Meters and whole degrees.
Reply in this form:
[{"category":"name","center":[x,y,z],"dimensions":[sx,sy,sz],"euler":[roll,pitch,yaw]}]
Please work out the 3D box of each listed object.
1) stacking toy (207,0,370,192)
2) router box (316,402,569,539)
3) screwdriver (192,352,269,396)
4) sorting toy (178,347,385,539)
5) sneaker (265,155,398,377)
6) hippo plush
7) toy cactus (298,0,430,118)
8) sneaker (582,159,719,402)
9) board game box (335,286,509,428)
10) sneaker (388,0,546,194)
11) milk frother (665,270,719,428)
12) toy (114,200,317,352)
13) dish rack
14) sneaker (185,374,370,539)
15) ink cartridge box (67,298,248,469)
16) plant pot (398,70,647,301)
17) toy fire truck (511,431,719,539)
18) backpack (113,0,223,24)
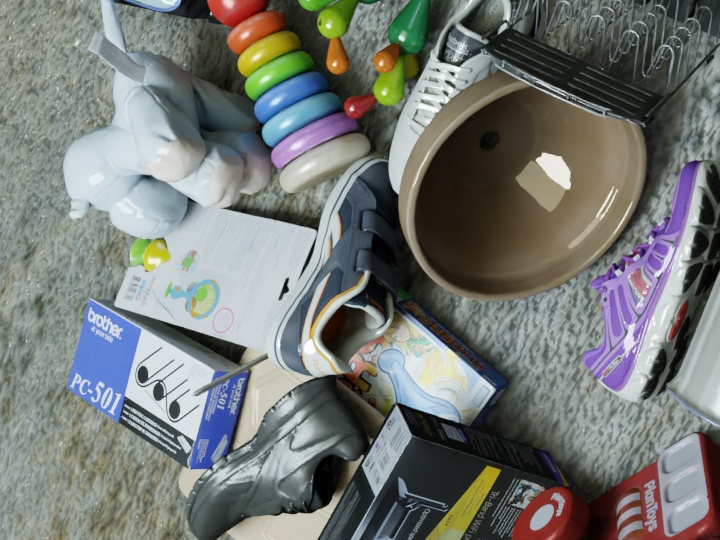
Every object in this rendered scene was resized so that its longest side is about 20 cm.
[{"category":"stacking toy","center":[-0.069,-0.173,1.255],"dimensions":[0.085,0.085,0.201],"euler":[-27,86,26]},{"category":"router box","center":[0.055,0.222,1.203],"dimensions":[0.201,0.157,0.052],"euler":[-61,26,18]},{"category":"screwdriver","center":[-0.074,0.065,1.227],"dimensions":[0.028,0.200,0.029],"euler":[-15,93,42]},{"category":"sorting toy","center":[-0.055,0.173,1.282],"dimensions":[0.200,0.036,0.186],"euler":[38,111,25]},{"category":"sneaker","center":[0.000,0.000,1.215],"dimensions":[0.079,0.078,0.201],"euler":[13,73,41]},{"category":"hippo plush","center":[-0.194,-0.094,1.273],"dimensions":[0.200,0.160,0.161],"euler":[33,120,-25]},{"category":"toy cactus","center":[0.030,-0.239,1.216],"dimensions":[0.164,0.102,0.201],"euler":[-13,86,9]},{"category":"sneaker","center":[0.225,0.004,1.135],"dimensions":[0.083,0.080,0.201],"euler":[29,108,28]},{"category":"board game box","center":[0.021,0.133,1.273],"dimensions":[0.135,0.034,0.201],"euler":[40,112,19]},{"category":"sneaker","center":[0.073,-0.150,1.186],"dimensions":[0.076,0.080,0.201],"euler":[31,102,18]},{"category":"milk frother","center":[0.323,0.040,1.020],"dimensions":[0.180,0.200,0.189],"euler":[23,105,19]},{"category":"toy","center":[-0.126,0.005,1.323],"dimensions":[0.199,0.047,0.116],"euler":[15,78,35]},{"category":"dish rack","center":[0.188,-0.184,1.076],"dimensions":[0.153,0.200,0.055],"euler":[27,133,21]},{"category":"sneaker","center":[-0.072,0.178,1.231],"dimensions":[0.200,0.076,0.091],"euler":[-46,76,27]},{"category":"ink cartridge box","center":[-0.189,0.101,1.337],"dimensions":[0.200,0.044,0.095],"euler":[25,103,43]},{"category":"plant pot","center":[0.117,-0.083,1.148],"dimensions":[0.201,0.200,0.093],"euler":[-55,34,20]},{"category":"toy fire truck","center":[0.210,0.222,1.102],"dimensions":[0.112,0.200,0.168],"euler":[43,116,-16]},{"category":"backpack","center":[-0.198,-0.335,1.279],"dimensions":[0.182,0.147,0.201],"euler":[16,99,22]}]
